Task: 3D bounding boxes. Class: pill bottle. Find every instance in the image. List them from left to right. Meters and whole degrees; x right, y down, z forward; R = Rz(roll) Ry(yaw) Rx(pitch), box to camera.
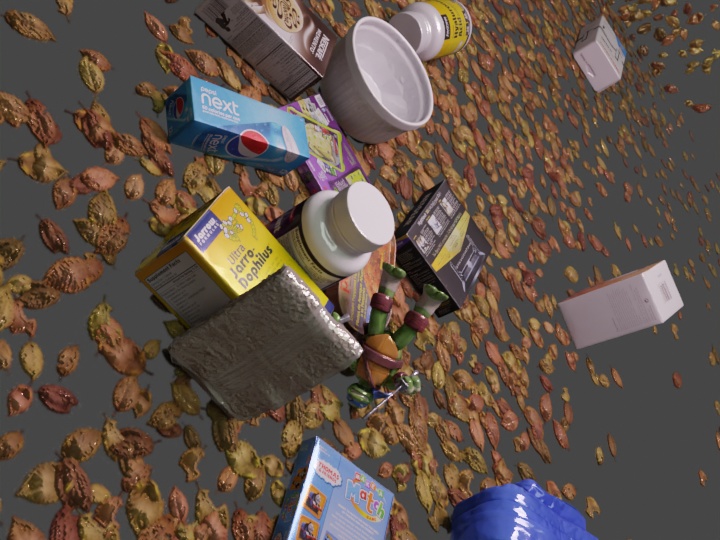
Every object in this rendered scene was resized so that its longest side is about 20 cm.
[{"bbox_3d":[-0.056,-0.033,0.974,0.111,0.199,0.113,26,51,-38],"label":"pill bottle"},{"bbox_3d":[0.132,-0.471,1.505,0.199,0.111,0.112,-32,95,-51],"label":"pill bottle"}]

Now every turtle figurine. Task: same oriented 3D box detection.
[{"bbox_3d":[0.024,0.093,1.005,0.199,0.143,0.196,30,87,-46],"label":"turtle figurine"}]

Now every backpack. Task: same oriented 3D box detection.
[{"bbox_3d":[0.223,0.392,1.098,0.199,0.163,0.169,31,38,-17],"label":"backpack"}]

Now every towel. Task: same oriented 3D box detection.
[{"bbox_3d":[-0.111,0.088,0.847,0.133,0.199,0.035,48,29,-17],"label":"towel"}]

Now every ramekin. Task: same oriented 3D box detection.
[{"bbox_3d":[0.022,-0.312,1.295,0.199,0.104,0.203,26,52,-39],"label":"ramekin"}]

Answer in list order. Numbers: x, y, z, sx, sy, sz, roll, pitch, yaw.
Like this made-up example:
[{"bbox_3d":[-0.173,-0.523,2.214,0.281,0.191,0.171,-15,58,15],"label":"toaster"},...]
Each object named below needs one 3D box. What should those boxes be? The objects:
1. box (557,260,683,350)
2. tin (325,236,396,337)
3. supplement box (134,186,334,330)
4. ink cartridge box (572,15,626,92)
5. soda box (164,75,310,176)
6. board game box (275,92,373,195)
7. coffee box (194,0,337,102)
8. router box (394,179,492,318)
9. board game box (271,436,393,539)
[{"bbox_3d":[0.543,0.072,1.602,0.152,0.199,0.108,-18,84,-51],"label":"box"},{"bbox_3d":[0.000,0.000,1.129,0.111,0.042,0.203,26,61,-43],"label":"tin"},{"bbox_3d":[-0.146,0.024,0.911,0.200,0.108,0.110,50,40,-18],"label":"supplement box"},{"bbox_3d":[0.722,-0.652,2.303,0.146,0.084,0.201,49,40,-19],"label":"ink cartridge box"},{"bbox_3d":[-0.164,-0.193,1.048,0.199,0.064,0.069,11,61,-45],"label":"soda box"},{"bbox_3d":[-0.054,-0.171,1.192,0.202,0.032,0.120,60,35,-5],"label":"board game box"},{"bbox_3d":[-0.139,-0.373,1.164,0.199,0.079,0.114,39,44,-28],"label":"coffee box"},{"bbox_3d":[0.141,-0.041,1.321,0.158,0.052,0.200,53,40,-13],"label":"router box"},{"bbox_3d":[-0.036,0.329,0.926,0.151,0.036,0.201,42,44,-26],"label":"board game box"}]
